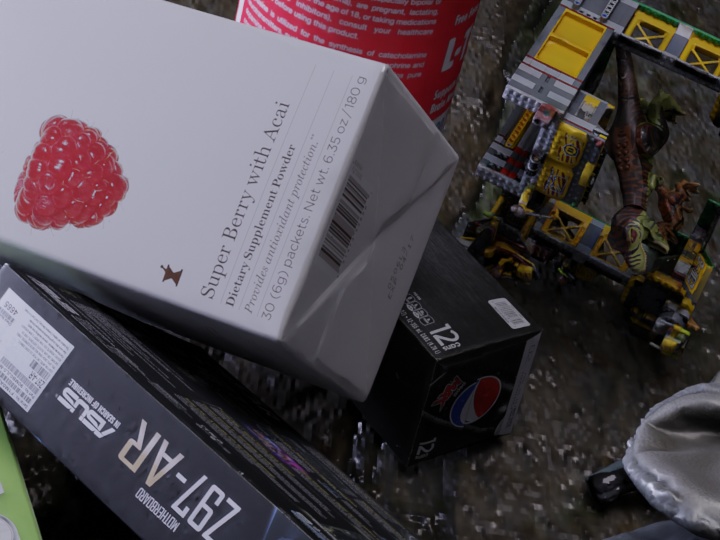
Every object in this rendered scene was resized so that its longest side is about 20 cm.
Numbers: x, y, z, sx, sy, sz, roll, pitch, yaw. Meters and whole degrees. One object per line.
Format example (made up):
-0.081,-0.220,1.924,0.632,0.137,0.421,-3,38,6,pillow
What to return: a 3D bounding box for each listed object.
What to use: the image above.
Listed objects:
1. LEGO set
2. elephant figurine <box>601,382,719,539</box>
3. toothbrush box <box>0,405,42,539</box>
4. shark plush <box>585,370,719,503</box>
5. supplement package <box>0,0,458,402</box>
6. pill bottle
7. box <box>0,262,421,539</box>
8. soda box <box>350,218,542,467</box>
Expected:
0.117,-0.032,0.920,0.153,0.200,0.116,32,48,3,LEGO set
0.152,0.108,0.685,0.155,0.142,0.200,39,60,14,elephant figurine
-0.215,0.083,0.753,0.145,0.086,0.200,-5,43,-23,toothbrush box
0.203,0.067,0.903,0.200,0.083,0.091,-38,74,-15,shark plush
-0.080,-0.040,0.828,0.199,0.120,0.122,18,82,21,supplement package
0.004,-0.146,0.897,0.111,0.201,0.113,10,35,-7,pill bottle
-0.048,0.085,0.760,0.200,0.044,0.160,38,3,27,box
0.000,0.000,0.932,0.063,0.071,0.200,-14,45,-31,soda box
